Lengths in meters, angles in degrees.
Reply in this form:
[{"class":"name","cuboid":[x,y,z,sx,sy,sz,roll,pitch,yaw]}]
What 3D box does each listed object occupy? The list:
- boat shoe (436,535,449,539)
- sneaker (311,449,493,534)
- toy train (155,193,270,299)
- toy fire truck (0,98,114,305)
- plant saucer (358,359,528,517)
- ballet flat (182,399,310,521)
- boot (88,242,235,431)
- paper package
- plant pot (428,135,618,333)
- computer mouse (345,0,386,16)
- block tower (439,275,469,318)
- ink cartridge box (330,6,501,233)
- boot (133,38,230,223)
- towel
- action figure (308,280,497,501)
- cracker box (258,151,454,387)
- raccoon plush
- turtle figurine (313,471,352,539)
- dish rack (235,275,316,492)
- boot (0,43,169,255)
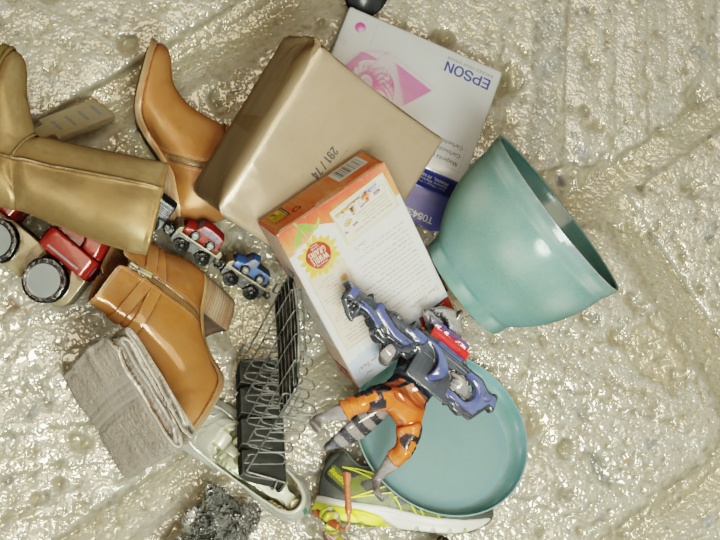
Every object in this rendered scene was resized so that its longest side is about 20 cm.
[{"class":"boat shoe","cuboid":[0.022,0.353,1.306,0.073,0.075,0.200,40,87,6]},{"class":"sneaker","cuboid":[0.049,0.237,1.339,0.197,0.074,0.086,7,79,-9]},{"class":"toy train","cuboid":[-0.171,-0.033,1.337,0.199,0.034,0.046,36,100,-21]},{"class":"toy fire truck","cuboid":[-0.320,-0.085,1.317,0.176,0.129,0.201,39,87,-2]},{"class":"plant saucer","cuboid":[0.085,0.177,1.345,0.198,0.028,0.202,10,54,-13]},{"class":"ballet flat","cuboid":[-0.130,0.192,1.320,0.199,0.069,0.070,40,77,-1]},{"class":"boot","cuboid":[-0.213,0.068,1.275,0.154,0.073,0.202,37,42,-33]},{"class":"paper package","cuboid":[-0.045,-0.112,1.313,0.190,0.103,0.201,33,89,-28]},{"class":"plant pot","cuboid":[0.156,-0.019,1.297,0.134,0.200,0.201,-39,89,13]},{"class":"computer mouse","cuboid":[0.018,-0.392,1.456,0.058,0.034,0.203,9,79,-7]},{"class":"block tower","cuboid":[0.087,0.038,1.389,0.198,0.058,0.054,-25,86,-11]},{"class":"ink cartridge box","cuboid":[0.040,-0.172,1.421,0.194,0.043,0.202,21,77,-6]},{"class":"boot","cuboid":[-0.170,-0.150,1.360,0.153,0.077,0.203,0,84,-9]},{"class":"towel","cuboid":[-0.236,0.137,1.246,0.034,0.200,0.133,-30,86,-32]},{"class":"action figure","cuboid":[0.027,0.102,1.259,0.200,0.105,0.194,46,77,-10]},{"class":"cracker box","cuboid":[0.000,0.000,1.278,0.133,0.058,0.201,-34,118,-13]},{"class":"raccoon plush","cuboid":[-0.136,0.310,1.247,0.097,0.200,0.135,35,93,-41]},{"class":"turtle figurine","cuboid":[-0.042,0.313,1.283,0.160,0.064,0.203,-12,86,25]},{"class":"dish rack","cuboid":[-0.080,0.109,1.241,0.054,0.201,0.155,8,50,-20]},{"class":"boot","cuboid":[-0.290,-0.121,1.254,0.198,0.066,0.177,13,80,-6]}]
